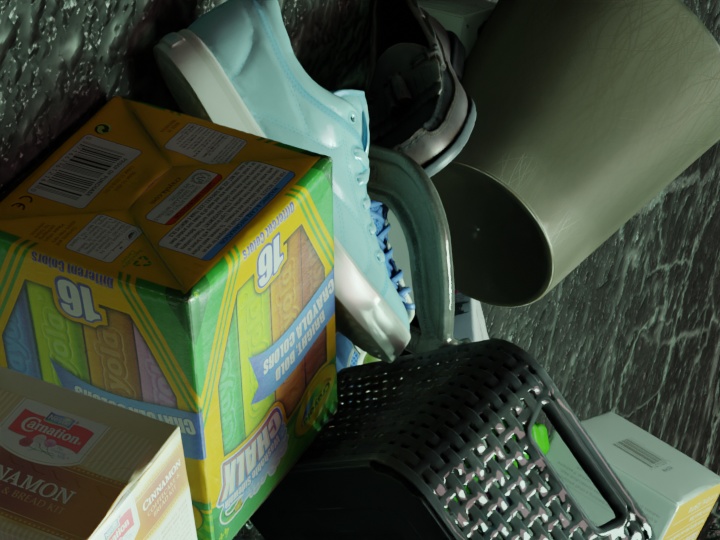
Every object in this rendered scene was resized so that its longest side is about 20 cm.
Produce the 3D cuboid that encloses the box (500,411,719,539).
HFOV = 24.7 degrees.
[{"bbox_3d":[0.147,0.210,1.108,0.124,0.097,0.202,-4,121,-64],"label":"box"}]

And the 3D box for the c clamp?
[{"bbox_3d":[0.009,0.010,0.925,0.027,0.200,0.173,-17,116,-26],"label":"c clamp"}]

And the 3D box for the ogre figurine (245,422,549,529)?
[{"bbox_3d":[0.017,0.137,1.067,0.199,0.099,0.120,-29,165,-10],"label":"ogre figurine"}]

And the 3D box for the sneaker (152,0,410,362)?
[{"bbox_3d":[-0.017,-0.049,0.825,0.082,0.074,0.201,-36,106,-11],"label":"sneaker"}]

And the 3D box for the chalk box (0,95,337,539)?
[{"bbox_3d":[-0.090,0.043,0.783,0.125,0.123,0.202,-50,148,-44],"label":"chalk box"}]

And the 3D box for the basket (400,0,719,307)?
[{"bbox_3d":[0.119,-0.084,1.038,0.200,0.180,0.136,-48,173,-34],"label":"basket"}]

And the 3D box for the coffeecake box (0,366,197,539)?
[{"bbox_3d":[-0.144,0.136,0.677,0.073,0.152,0.202,-52,149,-43],"label":"coffeecake box"}]

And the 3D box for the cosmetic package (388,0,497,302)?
[{"bbox_3d":[0.051,-0.084,1.133,0.082,0.050,0.202,-28,130,-60],"label":"cosmetic package"}]

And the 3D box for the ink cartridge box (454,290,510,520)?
[{"bbox_3d":[0.081,0.096,1.200,0.201,0.042,0.120,-92,167,-63],"label":"ink cartridge box"}]

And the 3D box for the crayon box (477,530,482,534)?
[{"bbox_3d":[0.057,0.252,1.247,0.119,0.058,0.200,-56,177,-8],"label":"crayon box"}]

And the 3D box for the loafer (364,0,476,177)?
[{"bbox_3d":[0.024,-0.112,0.972,0.063,0.071,0.200,53,18,-20],"label":"loafer"}]

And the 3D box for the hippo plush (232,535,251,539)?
[{"bbox_3d":[-0.064,0.239,0.933,0.200,0.158,0.163,-30,133,-59],"label":"hippo plush"}]

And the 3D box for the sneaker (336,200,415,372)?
[{"bbox_3d":[0.000,0.000,1.033,0.076,0.076,0.202,-31,130,-57],"label":"sneaker"}]

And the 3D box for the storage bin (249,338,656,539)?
[{"bbox_3d":[0.036,0.124,0.839,0.094,0.200,0.136,-41,102,-27],"label":"storage bin"}]
